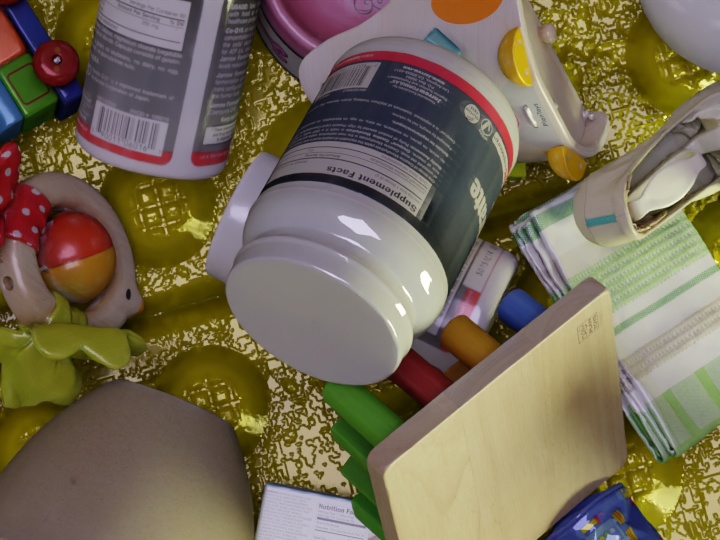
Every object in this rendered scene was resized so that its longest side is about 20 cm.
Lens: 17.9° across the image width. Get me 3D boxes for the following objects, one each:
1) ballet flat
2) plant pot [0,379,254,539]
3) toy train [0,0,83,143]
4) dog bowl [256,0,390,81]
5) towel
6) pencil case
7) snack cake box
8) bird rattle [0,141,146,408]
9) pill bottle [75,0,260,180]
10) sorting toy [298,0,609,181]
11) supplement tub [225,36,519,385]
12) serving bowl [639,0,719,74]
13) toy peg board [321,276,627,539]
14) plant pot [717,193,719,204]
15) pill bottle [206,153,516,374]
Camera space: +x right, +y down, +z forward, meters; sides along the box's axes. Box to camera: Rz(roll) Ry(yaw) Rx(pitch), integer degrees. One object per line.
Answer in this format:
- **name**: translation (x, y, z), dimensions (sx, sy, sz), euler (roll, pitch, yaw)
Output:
- **ballet flat**: translation (0.234, -0.079, 1.610), dimensions (0.200, 0.069, 0.070), euler (-37, 84, -28)
- **plant pot**: translation (-0.155, 0.155, 1.599), dimensions (0.199, 0.200, 0.135), euler (20, 78, 5)
- **toy train**: translation (-0.297, -0.181, 1.663), dimensions (0.115, 0.085, 0.201), euler (-31, 85, -19)
- **dog bowl**: translation (0.009, -0.225, 1.669), dimensions (0.198, 0.074, 0.202), euler (0, 86, 4)
- **towel**: translation (0.209, 0.020, 1.623), dimensions (0.149, 0.031, 0.201), euler (-30, 84, -36)
- **pencil case**: translation (0.214, 0.246, 1.623), dimensions (0.078, 0.087, 0.200), euler (-42, 83, 26)
- **snack cake box**: translation (0.019, 0.226, 1.641), dimensions (0.198, 0.067, 0.116), euler (11, 85, 4)
- **bird rattle**: translation (-0.228, -0.007, 1.634), dimensions (0.112, 0.163, 0.201), euler (-28, 89, 33)
- **pill bottle**: translation (-0.131, -0.176, 1.624), dimensions (0.113, 0.114, 0.201), euler (15, 107, 4)
- **sorting toy**: translation (0.057, -0.121, 1.611), dimensions (0.179, 0.200, 0.107), euler (-12, 46, 23)
- **supplement tub**: translation (0.009, -0.040, 1.493), dimensions (0.140, 0.141, 0.201), euler (25, 57, 5)
- **serving bowl**: translation (0.281, -0.241, 1.621), dimensions (0.199, 0.066, 0.202), euler (-7, 72, 23)
- **toy peg board**: translation (0.072, 0.105, 1.547), dimensions (0.199, 0.201, 0.098), euler (-38, 54, -19)
- **plant pot**: translation (0.370, -0.099, 1.558), dimensions (0.185, 0.186, 0.201), euler (25, 104, 5)
- **pill bottle**: translation (0.000, 0.000, 1.626), dimensions (0.199, 0.114, 0.114), euler (26, 88, 5)
